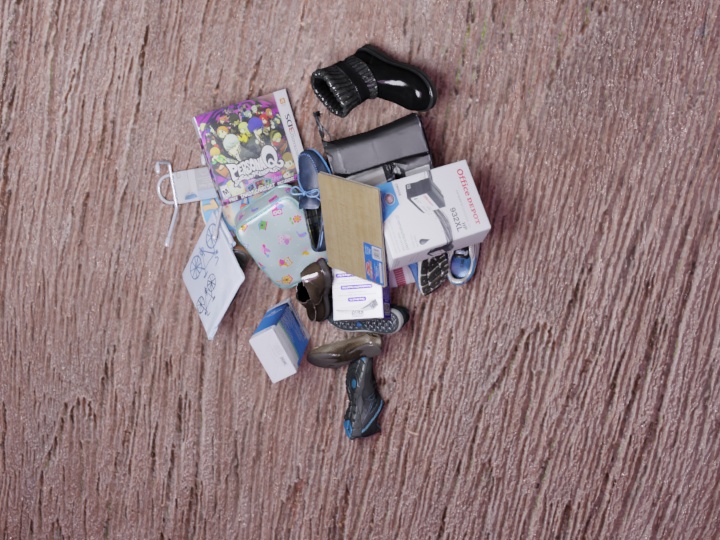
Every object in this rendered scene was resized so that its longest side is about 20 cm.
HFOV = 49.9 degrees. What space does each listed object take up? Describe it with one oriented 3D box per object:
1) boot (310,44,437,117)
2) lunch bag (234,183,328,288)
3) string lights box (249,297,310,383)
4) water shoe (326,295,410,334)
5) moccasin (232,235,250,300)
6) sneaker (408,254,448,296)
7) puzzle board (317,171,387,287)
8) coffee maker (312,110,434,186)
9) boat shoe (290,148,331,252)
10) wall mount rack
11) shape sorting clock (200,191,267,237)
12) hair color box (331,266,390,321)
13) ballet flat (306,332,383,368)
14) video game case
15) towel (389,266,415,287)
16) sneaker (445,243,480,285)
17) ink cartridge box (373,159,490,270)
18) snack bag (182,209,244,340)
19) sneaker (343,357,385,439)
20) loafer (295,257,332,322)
[{"bbox_3d":[0.024,-0.337,1.461,0.210,0.157,0.080,33,140,24],"label":"boot"},{"bbox_3d":[-0.151,-0.069,1.596,0.159,0.077,0.201,-34,125,6],"label":"lunch bag"},{"bbox_3d":[-0.164,0.142,1.621,0.058,0.200,0.104,-26,102,11],"label":"string lights box"},{"bbox_3d":[0.011,0.095,1.662,0.197,0.079,0.073,13,105,28],"label":"water shoe"},{"bbox_3d":[-0.292,0.009,1.662,0.072,0.078,0.203,15,124,-15],"label":"moccasin"},{"bbox_3d":[0.120,-0.041,1.590,0.078,0.089,0.203,-28,122,-20],"label":"sneaker"},{"bbox_3d":[-0.012,-0.078,1.453,0.149,0.017,0.203,20,129,37],"label":"puzzle board"},{"bbox_3d":[0.032,-0.238,1.516,0.197,0.135,0.194,-20,122,1],"label":"coffee maker"},{"bbox_3d":[-0.085,-0.133,1.510,0.083,0.068,0.203,-2,110,47],"label":"boat shoe"},{"bbox_3d":[-0.348,-0.147,1.598,0.197,0.074,0.177,-7,96,20],"label":"wall mount rack"},{"bbox_3d":[-0.243,-0.133,1.633,0.196,0.039,0.204,1,106,5],"label":"shape sorting clock"},{"bbox_3d":[0.000,0.000,1.581,0.107,0.065,0.204,-4,83,17],"label":"hair color box"},{"bbox_3d":[-0.034,0.170,1.680,0.198,0.047,0.067,-19,137,34],"label":"ballet flat"},{"bbox_3d":[-0.216,-0.248,1.556,0.197,0.036,0.184,-20,103,-17],"label":"video game case"},{"bbox_3d":[0.061,-0.034,1.643,0.197,0.023,0.146,-14,105,10],"label":"towel"},{"bbox_3d":[0.215,-0.067,1.594,0.071,0.073,0.204,5,105,5],"label":"sneaker"},{"bbox_3d":[0.127,-0.105,1.464,0.197,0.084,0.147,-17,76,-8],"label":"ink cartridge box"},{"bbox_3d":[-0.302,0.009,1.601,0.021,0.201,0.190,5,130,-40],"label":"snack bag"},{"bbox_3d":[0.012,0.274,1.723,0.081,0.073,0.204,0,105,-24],"label":"sneaker"},{"bbox_3d":[-0.104,0.044,1.610,0.070,0.074,0.201,-16,147,-15],"label":"loafer"}]
